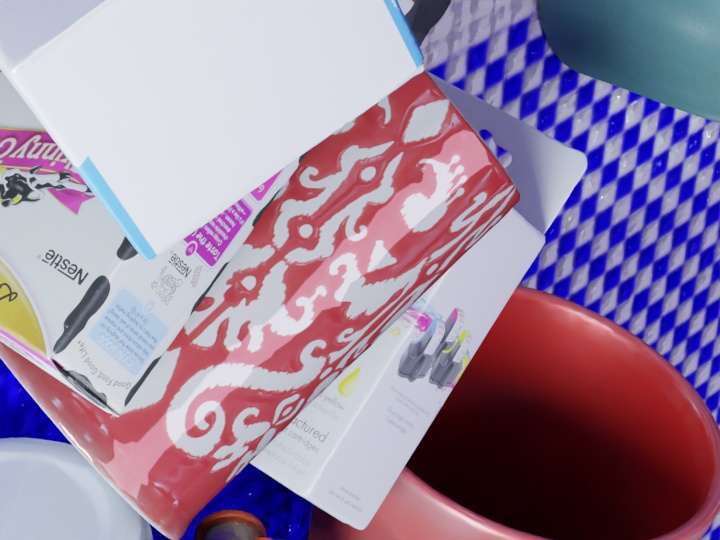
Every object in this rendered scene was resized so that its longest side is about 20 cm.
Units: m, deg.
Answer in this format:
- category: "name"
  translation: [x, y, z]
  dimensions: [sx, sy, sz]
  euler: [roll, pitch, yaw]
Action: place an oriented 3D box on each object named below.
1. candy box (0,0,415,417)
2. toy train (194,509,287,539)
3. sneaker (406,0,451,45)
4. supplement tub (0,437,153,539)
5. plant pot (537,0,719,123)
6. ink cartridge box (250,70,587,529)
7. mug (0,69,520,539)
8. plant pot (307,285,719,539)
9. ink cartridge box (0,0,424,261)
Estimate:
- category: "candy box"
  translation: [-0.093, -0.064, 1.130]
  dimensions: [0.200, 0.136, 0.061]
  euler: [-56, 147, -8]
- category: "toy train"
  translation: [-0.054, 0.176, 1.412]
  dimensions: [0.150, 0.056, 0.200]
  euler: [9, 138, -29]
- category: "sneaker"
  translation: [-0.007, -0.151, 1.253]
  dimensions: [0.085, 0.074, 0.200]
  euler: [-51, 156, -25]
- category: "supplement tub"
  translation: [-0.139, 0.178, 1.276]
  dimensions: [0.122, 0.122, 0.200]
  euler: [-39, 144, -29]
- category: "plant pot"
  translation: [0.212, -0.156, 1.456]
  dimensions: [0.200, 0.161, 0.201]
  euler: [-35, 141, -34]
- category: "ink cartridge box"
  translation: [0.000, 0.000, 1.331]
  dimensions: [0.200, 0.115, 0.068]
  euler: [-58, 149, -4]
- category: "mug"
  translation: [-0.052, -0.014, 1.216]
  dimensions: [0.200, 0.178, 0.133]
  euler: [-41, 122, 0]
- category: "plant pot"
  translation: [0.060, 0.132, 1.468]
  dimensions: [0.200, 0.200, 0.178]
  euler: [-24, 145, -43]
- category: "ink cartridge box"
  translation: [-0.093, -0.131, 1.036]
  dimensions: [0.125, 0.200, 0.129]
  euler: [-36, 145, -4]
